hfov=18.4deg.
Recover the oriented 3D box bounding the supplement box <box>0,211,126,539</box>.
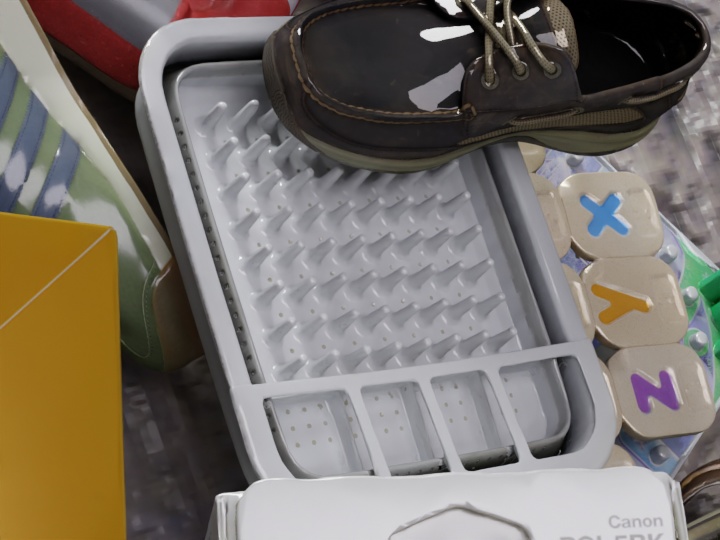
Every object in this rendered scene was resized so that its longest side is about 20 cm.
[{"bbox_3d":[-0.165,0.108,0.676,0.132,0.200,0.199,7,65,-25],"label":"supplement box"}]

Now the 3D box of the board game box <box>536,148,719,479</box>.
[{"bbox_3d":[0.067,0.016,0.945,0.200,0.026,0.200,43,56,-4],"label":"board game box"}]

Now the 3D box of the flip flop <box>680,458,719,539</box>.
[{"bbox_3d":[0.159,0.107,0.930,0.057,0.082,0.199,21,34,32],"label":"flip flop"}]

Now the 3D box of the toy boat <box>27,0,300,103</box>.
[{"bbox_3d":[-0.059,-0.172,0.899,0.130,0.131,0.201,33,54,-11],"label":"toy boat"}]

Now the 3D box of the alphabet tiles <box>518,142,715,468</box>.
[{"bbox_3d":[0.051,0.019,0.910,0.194,0.015,0.202,-4,70,-29],"label":"alphabet tiles"}]

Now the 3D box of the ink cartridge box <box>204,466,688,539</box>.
[{"bbox_3d":[0.018,0.137,0.740,0.145,0.200,0.084,-1,67,-8],"label":"ink cartridge box"}]

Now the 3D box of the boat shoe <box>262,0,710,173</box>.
[{"bbox_3d":[0.053,-0.087,0.857,0.199,0.073,0.075,-8,70,-38],"label":"boat shoe"}]

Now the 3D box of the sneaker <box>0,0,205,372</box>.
[{"bbox_3d":[-0.142,-0.035,0.843,0.089,0.067,0.201,-31,92,-16],"label":"sneaker"}]

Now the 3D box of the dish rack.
[{"bbox_3d":[0.000,0.000,0.850,0.170,0.043,0.202,-6,70,-36],"label":"dish rack"}]
